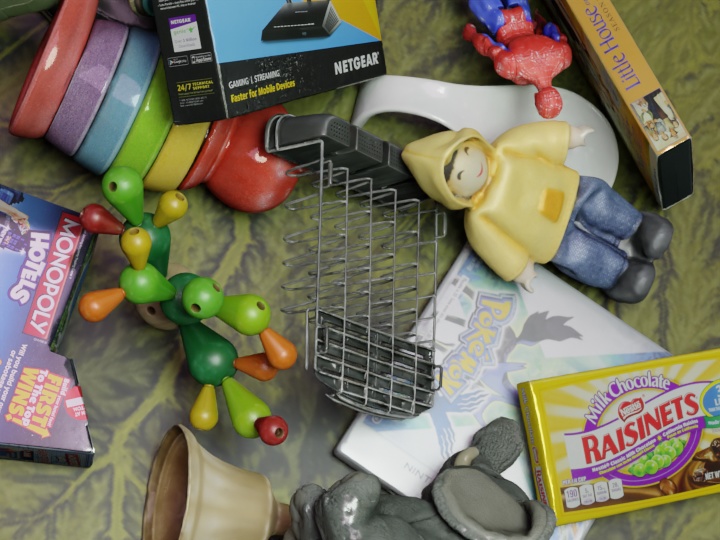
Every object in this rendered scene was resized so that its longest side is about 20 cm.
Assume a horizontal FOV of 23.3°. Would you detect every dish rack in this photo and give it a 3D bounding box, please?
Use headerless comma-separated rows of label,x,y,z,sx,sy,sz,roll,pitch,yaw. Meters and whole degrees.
dish rack,0.000,0.000,1.187,0.153,0.054,0.201,21,64,-49

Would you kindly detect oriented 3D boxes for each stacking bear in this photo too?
stacking bear,-0.132,-0.105,1.214,0.199,0.122,0.114,23,51,-14

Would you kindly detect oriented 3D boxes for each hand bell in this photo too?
hand bell,-0.038,0.169,1.181,0.199,0.104,0.105,10,73,-21

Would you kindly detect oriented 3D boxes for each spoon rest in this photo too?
spoon rest,0.095,-0.100,1.276,0.199,0.061,0.100,15,73,-5

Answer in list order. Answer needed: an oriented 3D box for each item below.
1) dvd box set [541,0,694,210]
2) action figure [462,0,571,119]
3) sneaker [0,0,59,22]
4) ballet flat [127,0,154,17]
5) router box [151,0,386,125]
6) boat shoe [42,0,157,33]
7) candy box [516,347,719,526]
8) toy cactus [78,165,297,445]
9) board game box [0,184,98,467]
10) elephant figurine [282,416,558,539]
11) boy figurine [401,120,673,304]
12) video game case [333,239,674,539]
dvd box set,0.177,-0.150,1.249,0.029,0.146,0.201,-28,74,4
action figure,0.107,-0.184,1.274,0.065,0.052,0.201,-8,49,-14
sneaker,-0.297,-0.165,1.198,0.199,0.067,0.090,1,75,19
ballet flat,-0.116,-0.228,1.215,0.071,0.071,0.200,47,40,5
router box,-0.063,-0.188,1.175,0.200,0.051,0.150,-25,108,-55
boat shoe,-0.213,-0.226,1.256,0.201,0.063,0.074,37,69,0
candy box,0.211,0.113,1.236,0.199,0.026,0.103,-8,82,-21
toy cactus,-0.124,0.027,1.149,0.102,0.165,0.200,-42,104,-12
board game box,-0.256,0.047,1.174,0.199,0.062,0.201,21,72,-5
elephant figurine,0.063,0.174,1.116,0.199,0.141,0.156,-9,79,-26
boy figurine,0.123,-0.052,1.224,0.199,0.064,0.125,27,88,-23
video game case,0.108,0.098,1.245,0.182,0.022,0.200,34,72,0
